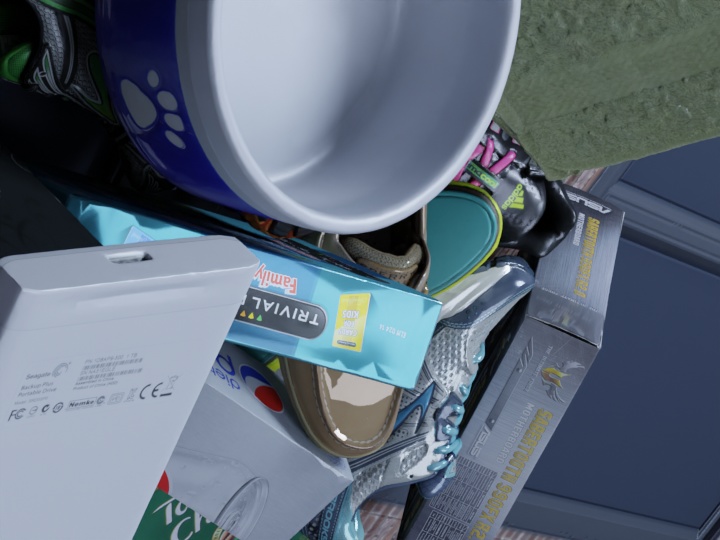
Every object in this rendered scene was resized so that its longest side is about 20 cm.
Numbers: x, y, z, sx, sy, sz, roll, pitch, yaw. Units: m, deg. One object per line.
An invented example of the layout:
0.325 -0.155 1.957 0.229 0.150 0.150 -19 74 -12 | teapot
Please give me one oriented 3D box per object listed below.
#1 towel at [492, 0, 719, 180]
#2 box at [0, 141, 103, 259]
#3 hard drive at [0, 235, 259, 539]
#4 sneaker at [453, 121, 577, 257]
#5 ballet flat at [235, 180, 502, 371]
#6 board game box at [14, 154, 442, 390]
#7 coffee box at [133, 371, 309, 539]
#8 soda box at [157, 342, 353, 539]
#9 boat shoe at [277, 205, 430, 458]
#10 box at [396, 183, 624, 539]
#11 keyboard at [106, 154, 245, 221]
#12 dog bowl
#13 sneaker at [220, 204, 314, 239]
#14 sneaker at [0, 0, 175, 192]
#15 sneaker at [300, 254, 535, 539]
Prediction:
0.138 -0.116 1.403 0.199 0.037 0.148 -17 136 30 | towel
-0.222 0.003 1.183 0.124 0.200 0.149 -1 127 -51 | box
-0.129 0.077 1.160 0.132 0.027 0.200 -7 131 -48 | hard drive
0.062 -0.059 1.544 0.074 0.087 0.200 -49 148 5 | sneaker
-0.018 0.003 1.520 0.199 0.067 0.067 -28 -169 4 | ballet flat
-0.085 -0.003 1.317 0.199 0.151 0.047 17 94 -31 | board game box
-0.087 0.130 1.624 0.123 0.044 0.200 -37 147 -15 | coffee box
-0.097 0.066 1.451 0.068 0.064 0.200 -42 127 15 | soda box
0.000 0.000 1.439 0.071 0.064 0.201 -5 99 -25 | boat shoe
0.087 0.069 1.661 0.159 0.048 0.200 -73 -172 -59 | box
-0.076 -0.059 1.453 0.127 0.021 0.200 4 124 -44 | keyboard
-0.021 -0.121 1.261 0.200 0.079 0.201 -15 111 -44 | dog bowl
-0.046 -0.119 1.351 0.075 0.078 0.201 8 94 -48 | sneaker
-0.129 -0.106 1.302 0.085 0.078 0.200 -32 137 -8 | sneaker
0.032 0.075 1.561 0.200 0.086 0.078 -45 175 11 | sneaker
